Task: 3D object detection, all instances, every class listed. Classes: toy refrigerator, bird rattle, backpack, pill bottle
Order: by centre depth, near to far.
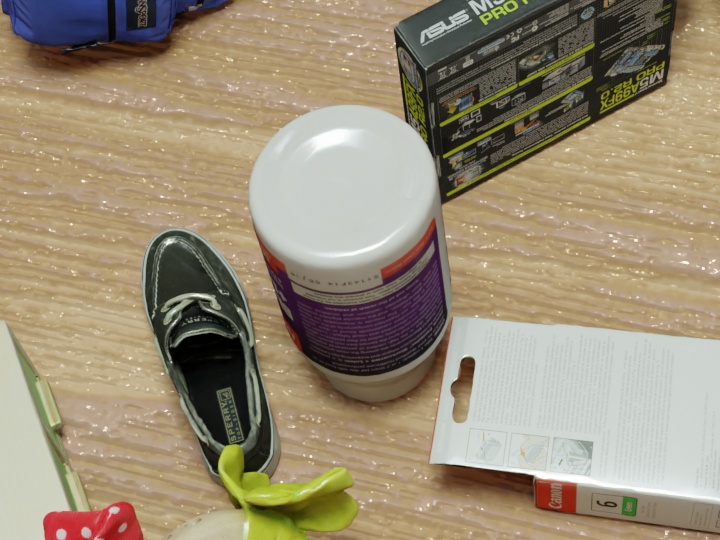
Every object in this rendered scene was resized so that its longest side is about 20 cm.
[{"bbox_3d":[-0.083,0.190,0.856,0.199,0.112,0.165,-24,95,-39],"label":"bird rattle"},{"bbox_3d":[0.000,0.000,0.928,0.110,0.201,0.113,-3,58,6],"label":"pill bottle"},{"bbox_3d":[-0.212,0.138,0.948,0.069,0.076,0.201,-24,59,-7],"label":"toy refrigerator"},{"bbox_3d":[-0.178,-0.258,1.133,0.197,0.163,0.170,-6,67,-11],"label":"backpack"}]

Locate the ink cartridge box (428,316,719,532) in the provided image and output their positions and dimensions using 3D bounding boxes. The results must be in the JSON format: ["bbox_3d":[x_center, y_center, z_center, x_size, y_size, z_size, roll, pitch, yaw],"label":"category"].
[{"bbox_3d":[0.149,0.095,0.942,0.197,0.051,0.110,6,61,12],"label":"ink cartridge box"}]

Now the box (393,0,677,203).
[{"bbox_3d":[0.122,-0.146,1.022,0.198,0.161,0.044,-28,61,-9],"label":"box"}]

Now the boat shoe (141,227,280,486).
[{"bbox_3d":[-0.101,0.045,0.994,0.070,0.064,0.201,-21,59,-6],"label":"boat shoe"}]
